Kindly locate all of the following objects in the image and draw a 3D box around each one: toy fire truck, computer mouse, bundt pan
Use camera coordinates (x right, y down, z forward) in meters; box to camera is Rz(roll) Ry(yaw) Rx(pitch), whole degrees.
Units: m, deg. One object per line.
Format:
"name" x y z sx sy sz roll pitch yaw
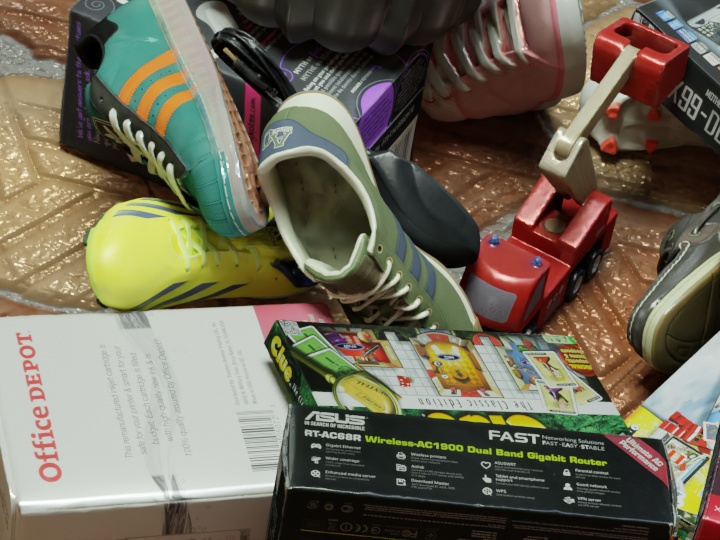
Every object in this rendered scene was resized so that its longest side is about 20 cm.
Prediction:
"toy fire truck" 0.125 -0.050 1.604 0.049 0.142 0.200 26 43 18
"computer mouse" -0.012 -0.066 1.540 0.200 0.059 0.034 40 74 0
"bundt pan" -0.009 -0.200 1.636 0.201 0.076 0.202 7 36 -5

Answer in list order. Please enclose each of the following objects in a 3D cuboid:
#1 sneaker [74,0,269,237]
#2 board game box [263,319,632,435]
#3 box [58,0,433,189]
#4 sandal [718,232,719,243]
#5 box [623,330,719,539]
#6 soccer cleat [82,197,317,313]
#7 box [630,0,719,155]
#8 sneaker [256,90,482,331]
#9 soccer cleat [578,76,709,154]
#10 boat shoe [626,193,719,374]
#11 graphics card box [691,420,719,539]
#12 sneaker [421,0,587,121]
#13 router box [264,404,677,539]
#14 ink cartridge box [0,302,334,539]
"sneaker" -0.110 -0.081 1.522 0.080 0.072 0.200 -25 45 2
"board game box" 0.053 0.073 1.442 0.199 0.024 0.105 3 42 -33
"box" -0.072 -0.113 1.660 0.199 0.106 0.122 24 40 16
"sandal" 0.307 0.014 1.570 0.206 0.059 0.079 29 11 -20
"box" 0.233 0.104 1.529 0.136 0.038 0.200 32 45 22
"soccer cleat" -0.081 -0.012 1.515 0.083 0.065 0.200 -7 -2 31
"box" 0.284 -0.110 1.673 0.157 0.050 0.200 -24 58 -35
"sneaker" 0.000 0.000 1.488 0.067 0.201 0.090 -27 9 19
"soccer cleat" 0.243 -0.105 1.752 0.199 0.070 0.078 8 37 2
"boat shoe" 0.212 0.000 1.629 0.065 0.074 0.200 24 35 28
"graphics card box" 0.257 0.104 1.467 0.125 0.051 0.200 16 40 7
"sneaker" 0.082 -0.138 1.683 0.104 0.200 0.076 -6 81 -6
"router box" 0.049 0.149 1.354 0.199 0.150 0.062 6 41 -5
"ink cartridge box" -0.102 0.096 1.433 0.199 0.083 0.147 -3 42 -16
